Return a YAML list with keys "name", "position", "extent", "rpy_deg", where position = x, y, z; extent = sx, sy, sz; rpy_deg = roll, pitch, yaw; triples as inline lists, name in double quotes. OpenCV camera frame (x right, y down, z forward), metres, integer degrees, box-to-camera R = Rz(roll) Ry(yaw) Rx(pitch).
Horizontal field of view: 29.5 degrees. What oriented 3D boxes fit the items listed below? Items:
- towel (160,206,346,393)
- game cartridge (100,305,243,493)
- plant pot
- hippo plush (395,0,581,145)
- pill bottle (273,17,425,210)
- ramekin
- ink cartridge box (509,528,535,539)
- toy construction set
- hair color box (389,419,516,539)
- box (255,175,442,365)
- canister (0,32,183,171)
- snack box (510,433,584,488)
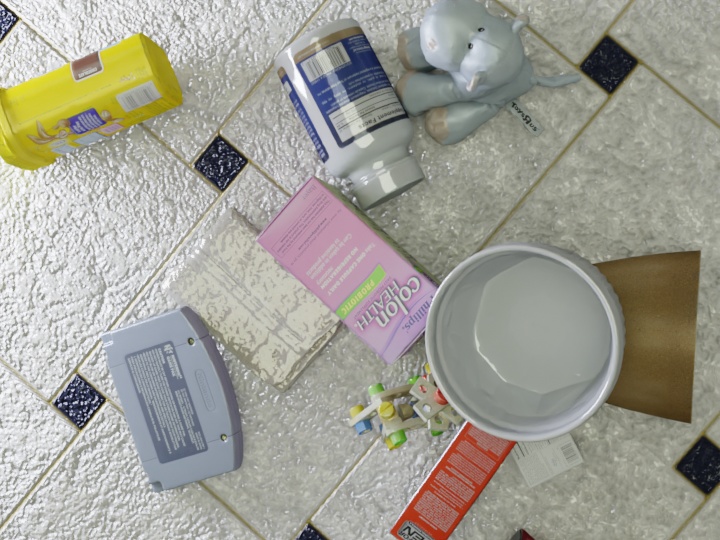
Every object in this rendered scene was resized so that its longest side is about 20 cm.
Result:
- name: "towel"
  position: [-0.122, 0.035, 1.608]
  extent: [0.200, 0.034, 0.133]
  rpy_deg: [43, 93, 6]
- name: "game cartridge"
  position: [-0.214, 0.150, 1.601]
  extent: [0.133, 0.042, 0.201]
  rpy_deg: [-18, 92, 12]
- name: "plant pot"
  position: [0.267, 0.068, 1.497]
  extent: [0.199, 0.186, 0.187]
  rpy_deg: [2, 90, 13]
- name: "hippo plush"
  position: [0.121, -0.217, 1.515]
  extent: [0.200, 0.161, 0.160]
  rpy_deg: [36, 93, 6]
- name: "pill bottle"
  position: [-0.007, -0.175, 1.555]
  extent: [0.111, 0.111, 0.201]
  rpy_deg: [-28, 87, 6]
- name: "ramekin"
  position: [0.176, 0.065, 1.394]
  extent: [0.199, 0.105, 0.201]
  rpy_deg: [4, 100, 22]
- name: "ink cartridge box"
  position: [0.209, 0.416, 1.543]
  extent: [0.200, 0.083, 0.146]
  rpy_deg: [41, 94, 6]
- name: "toy construction set"
  position: [0.073, 0.137, 1.514]
  extent: [0.131, 0.200, 0.092]
  rpy_deg: [-14, 81, -21]
- name: "hair color box"
  position: [0.118, 0.220, 1.530]
  extent: [0.061, 0.101, 0.200]
  rpy_deg: [36, 104, 8]
- name: "box"
  position: [0.000, 0.000, 1.522]
  extent: [0.200, 0.176, 0.097]
  rpy_deg: [42, 94, 4]
- name: "canister"
  position: [-0.316, -0.194, 1.575]
  extent: [0.199, 0.149, 0.087]
  rpy_deg: [-22, 87, 4]
- name: "snack box"
  position: [0.180, 0.146, 1.576]
  extent: [0.072, 0.024, 0.201]
  rpy_deg: [-27, 87, 7]
